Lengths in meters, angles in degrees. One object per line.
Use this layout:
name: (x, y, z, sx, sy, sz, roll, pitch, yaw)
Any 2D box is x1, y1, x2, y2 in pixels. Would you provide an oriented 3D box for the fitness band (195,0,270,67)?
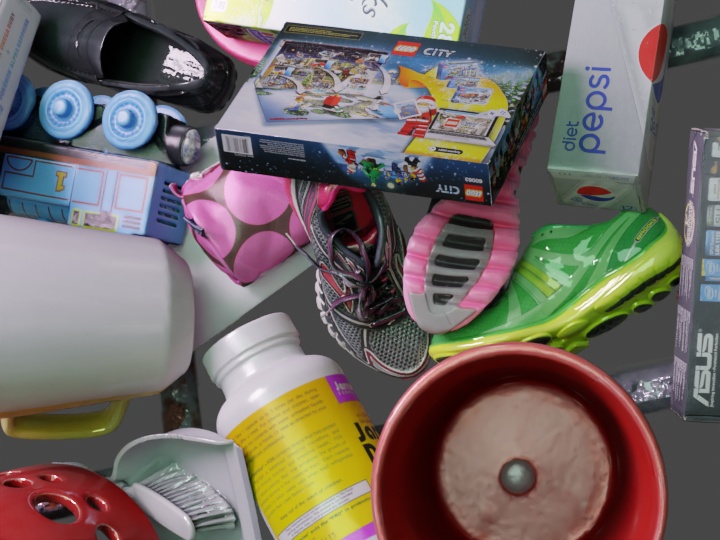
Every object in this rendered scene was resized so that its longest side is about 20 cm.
fitness band: (-0.032, -0.218, 1.669, 0.199, 0.037, 0.144, 13, 85, 17)

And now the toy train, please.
toy train: (-0.218, -0.084, 1.667, 0.199, 0.087, 0.115, 10, 86, 21)

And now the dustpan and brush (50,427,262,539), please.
dustpan and brush: (-0.158, 0.168, 1.622, 0.200, 0.057, 0.140, 21, 129, 47)

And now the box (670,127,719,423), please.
box: (0.300, 0.005, 1.494, 0.160, 0.049, 0.201, 3, 97, -5)

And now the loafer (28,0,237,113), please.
loafer: (-0.191, -0.175, 1.686, 0.200, 0.070, 0.068, 19, 86, 17)

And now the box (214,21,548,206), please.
box: (0.017, -0.111, 1.510, 0.199, 0.038, 0.137, 9, 41, 19)

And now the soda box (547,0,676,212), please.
soda box: (0.184, -0.146, 1.564, 0.068, 0.063, 0.201, 6, 69, 15)

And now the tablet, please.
tablet: (-0.099, -0.036, 1.672, 0.200, 0.014, 0.130, -36, 75, 8)

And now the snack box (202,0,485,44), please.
snack box: (-0.002, -0.246, 1.613, 0.199, 0.068, 0.170, 9, 86, 15)

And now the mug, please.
mug: (-0.207, 0.037, 1.602, 0.152, 0.187, 0.150, 0, 77, -15)

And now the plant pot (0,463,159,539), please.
plant pot: (-0.261, 0.246, 1.560, 0.199, 0.182, 0.202, 1, 91, 29)

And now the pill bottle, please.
pill bottle: (-0.037, 0.134, 1.581, 0.104, 0.104, 0.201, -32, 76, 8)

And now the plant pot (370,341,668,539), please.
plant pot: (0.109, 0.146, 1.490, 0.199, 0.177, 0.202, 0, 91, 5)

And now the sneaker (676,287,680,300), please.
sneaker: (0.304, -0.039, 1.537, 0.077, 0.073, 0.200, 45, 97, 6)

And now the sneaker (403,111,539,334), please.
sneaker: (0.079, -0.044, 1.583, 0.079, 0.095, 0.201, 19, 76, -2)

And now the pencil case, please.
pencil case: (-0.039, -0.077, 1.609, 0.200, 0.091, 0.094, -34, 84, -2)

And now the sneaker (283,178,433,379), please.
sneaker: (0.000, 0.000, 1.566, 0.080, 0.075, 0.201, -28, 119, -3)

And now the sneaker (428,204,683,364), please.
sneaker: (0.139, 0.015, 1.578, 0.199, 0.074, 0.084, -28, 59, 7)

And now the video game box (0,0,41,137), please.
video game box: (-0.342, -0.109, 1.651, 0.199, 0.047, 0.183, -25, 34, 29)
